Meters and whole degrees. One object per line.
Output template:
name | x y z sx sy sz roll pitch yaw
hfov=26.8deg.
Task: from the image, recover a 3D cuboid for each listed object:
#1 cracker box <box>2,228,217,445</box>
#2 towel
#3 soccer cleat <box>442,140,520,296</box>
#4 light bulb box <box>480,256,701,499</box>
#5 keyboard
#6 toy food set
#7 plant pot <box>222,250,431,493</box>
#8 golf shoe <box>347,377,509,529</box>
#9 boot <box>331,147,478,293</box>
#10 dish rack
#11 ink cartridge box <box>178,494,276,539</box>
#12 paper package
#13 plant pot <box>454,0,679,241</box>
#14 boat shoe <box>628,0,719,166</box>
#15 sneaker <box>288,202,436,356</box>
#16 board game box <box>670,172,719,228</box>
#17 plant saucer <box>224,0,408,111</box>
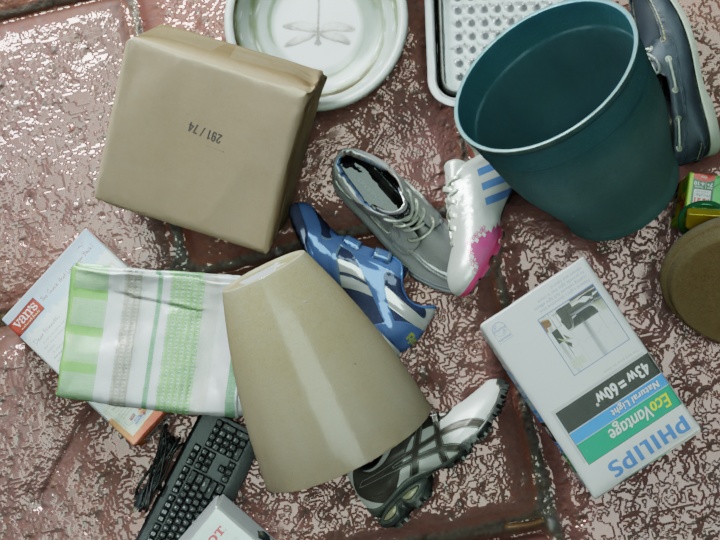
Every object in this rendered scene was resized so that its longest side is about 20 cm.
cracker box | -0.264 0.072 1.619 0.200 0.058 0.134 43 87 5
towel | -0.211 0.071 1.574 0.199 0.031 0.150 6 81 1
soccer cleat | 0.113 -0.064 1.574 0.086 0.070 0.201 29 57 -9
light bulb box | 0.225 0.109 1.514 0.124 0.198 0.201 -33 82 2
keyboard | -0.193 0.244 1.609 0.104 0.040 0.201 26 86 5
toy food set | 0.404 0.005 1.529 0.199 0.199 0.049 6 47 10
plant pot | -0.056 0.090 1.516 0.187 0.187 0.201 -26 99 1
golf shoe | 0.070 0.173 1.580 0.094 0.078 0.200 44 88 7
boot | 0.045 -0.051 1.591 0.200 0.096 0.074 39 88 6
dish rack | 0.154 -0.274 1.631 0.171 0.044 0.201 -2 85 3
ink cartridge box | -0.119 0.354 1.561 0.200 0.083 0.146 41 89 -1
paper package | -0.156 -0.140 1.581 0.199 0.104 0.192 18 109 4
plant pot | 0.227 -0.138 1.525 0.200 0.200 0.188 -43 128 -1
boat shoe | 0.319 -0.208 1.600 0.062 0.075 0.201 -18 92 -14
sneaker | 0.000 0.000 1.604 0.082 0.074 0.200 -39 92 0
board game box | 0.430 -0.059 1.564 0.199 0.102 0.048 8 86 4
plant saucer | -0.047 -0.268 1.640 0.199 0.050 0.201 0 85 3
